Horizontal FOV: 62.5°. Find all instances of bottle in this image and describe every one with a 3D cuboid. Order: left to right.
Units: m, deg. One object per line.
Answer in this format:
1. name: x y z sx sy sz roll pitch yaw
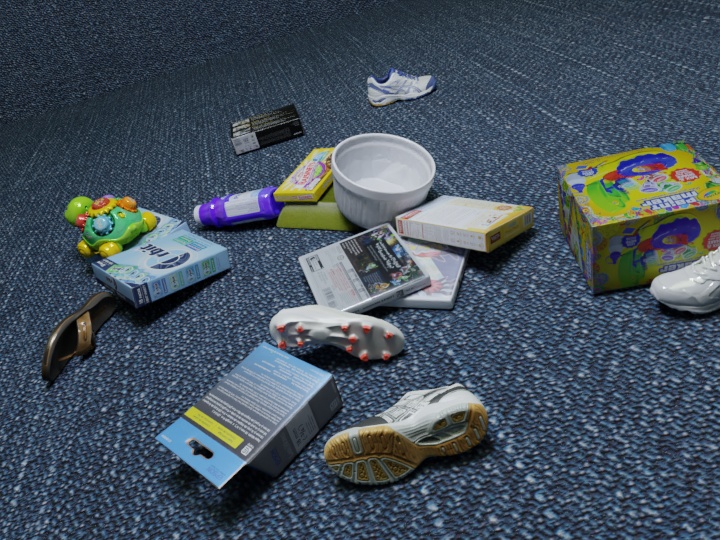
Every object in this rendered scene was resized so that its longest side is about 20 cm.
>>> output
1. bottle: -0.266 -0.134 1.285 0.198 0.066 0.084 -7 15 21

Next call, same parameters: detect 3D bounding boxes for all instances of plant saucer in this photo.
1. plant saucer: -0.061 -0.163 1.266 0.198 0.048 0.200 4 40 27

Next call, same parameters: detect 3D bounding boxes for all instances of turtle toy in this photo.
1. turtle toy: -0.541 -0.104 1.250 0.198 0.102 0.146 8 42 31

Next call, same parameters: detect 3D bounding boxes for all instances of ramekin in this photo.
1. ramekin: 0.039 -0.167 1.141 0.197 0.106 0.201 4 43 -4

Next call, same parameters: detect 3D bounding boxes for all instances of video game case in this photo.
1. video game case: 0.000 0.000 1.002 0.180 0.024 0.200 -22 34 -6
2. video game case: 0.078 -0.005 1.013 0.198 0.023 0.183 1 38 23

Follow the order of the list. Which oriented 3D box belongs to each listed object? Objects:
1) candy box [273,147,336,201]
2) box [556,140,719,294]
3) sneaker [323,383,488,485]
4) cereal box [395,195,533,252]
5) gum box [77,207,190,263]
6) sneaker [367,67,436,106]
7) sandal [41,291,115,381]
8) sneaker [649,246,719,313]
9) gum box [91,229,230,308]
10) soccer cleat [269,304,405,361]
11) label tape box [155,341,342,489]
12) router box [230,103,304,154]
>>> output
1. candy box: -0.098 -0.209 1.280 0.101 0.027 0.201 0 38 27
2. box: 0.423 -0.084 0.897 0.197 0.123 0.194 -11 35 8
3. sneaker: 0.053 0.194 0.721 0.198 0.077 0.088 -14 18 -1
4. cereal box: 0.179 -0.086 1.035 0.143 0.040 0.199 -26 28 -36
5. gum box: -0.496 -0.063 1.304 0.199 0.045 0.170 18 47 38
6. sneaker: 0.116 -0.527 1.667 0.198 0.089 0.076 -14 32 0
7. sandal: -0.487 0.113 1.047 0.054 0.082 0.201 17 34 7
8. sneaker: 0.486 -0.009 0.787 0.198 0.100 0.078 -13 34 4
9. gum box: -0.381 -0.010 1.137 0.169 0.045 0.199 21 37 41
10. soccer cleat: -0.033 0.083 0.868 0.197 0.070 0.078 6 26 0
11. label tape box: -0.143 0.198 0.782 0.143 0.064 0.200 17 46 39
12. router box: -0.266 -0.402 1.675 0.198 0.052 0.150 -18 33 -3
